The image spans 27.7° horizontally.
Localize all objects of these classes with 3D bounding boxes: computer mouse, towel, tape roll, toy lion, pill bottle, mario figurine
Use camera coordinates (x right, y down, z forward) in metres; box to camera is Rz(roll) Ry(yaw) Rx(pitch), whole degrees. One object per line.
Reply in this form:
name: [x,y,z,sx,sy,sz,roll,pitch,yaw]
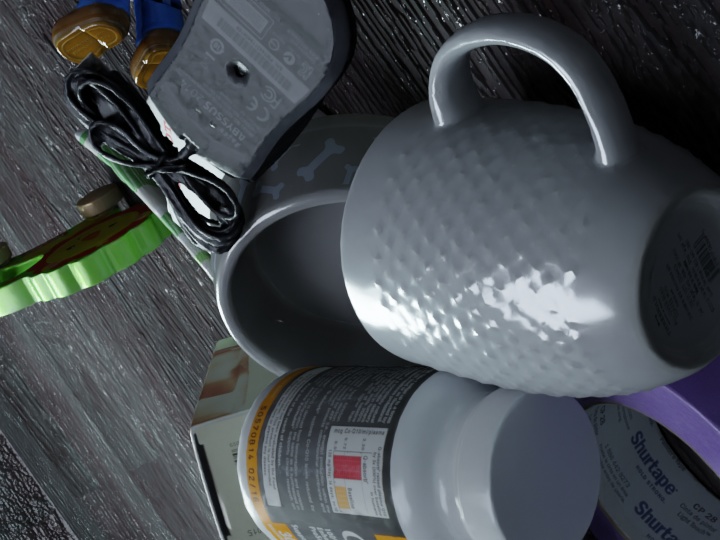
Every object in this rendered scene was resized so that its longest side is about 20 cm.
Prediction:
computer mouse: [-0.068,-0.111,0.801,0.139,0.053,0.200,47,131,-3]
towel: [-0.141,-0.040,1.206,0.200,0.023,0.153,48,-171,13]
tape roll: [0.191,0.113,0.826,0.200,0.066,0.200,42,154,26]
toy lion: [-0.274,-0.011,1.379,0.069,0.199,0.192,64,174,-17]
pill bottle: [0.031,0.112,0.838,0.199,0.116,0.117,-3,120,47]
mario figurine: [-0.147,-0.207,0.914,0.124,0.105,0.201,55,-149,-58]

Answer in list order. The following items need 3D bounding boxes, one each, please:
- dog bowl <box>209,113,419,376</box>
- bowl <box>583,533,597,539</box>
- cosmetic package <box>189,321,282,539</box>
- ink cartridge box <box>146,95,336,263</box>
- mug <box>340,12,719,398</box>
dog bowl: [0.000,0.000,0.902,0.059,0.199,0.201,-87,-11,-47]
bowl: [0.151,0.244,0.998,0.201,0.094,0.201,61,-169,-20]
cosmetic package: [-0.062,0.113,1.059,0.200,0.087,0.104,-88,-18,-77]
ink cartridge box: [-0.054,-0.048,1.045,0.200,0.084,0.146,41,153,28]
mug: [0.093,-0.032,0.723,0.175,0.147,0.201,13,128,49]
